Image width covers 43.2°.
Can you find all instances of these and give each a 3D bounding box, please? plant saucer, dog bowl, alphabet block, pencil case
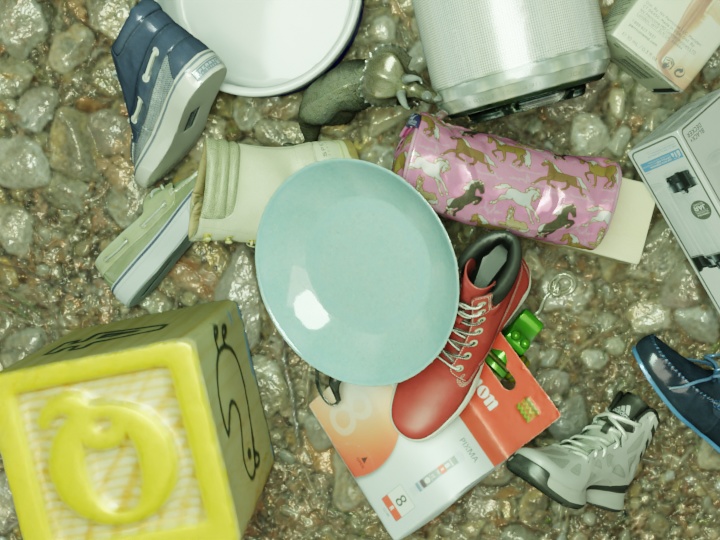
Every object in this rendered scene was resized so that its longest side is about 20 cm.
[{"bbox_3d":[0.000,0.000,0.794,0.199,0.039,0.203,8,108,26],"label":"plant saucer"},{"bbox_3d":[-0.094,-0.265,0.858,0.197,0.079,0.203,1,99,4],"label":"dog bowl"},{"bbox_3d":[-0.206,0.150,0.865,0.194,0.200,0.198,-13,98,5],"label":"alphabet block"},{"bbox_3d":[0.126,-0.078,0.795,0.198,0.083,0.087,15,108,-4],"label":"pencil case"}]

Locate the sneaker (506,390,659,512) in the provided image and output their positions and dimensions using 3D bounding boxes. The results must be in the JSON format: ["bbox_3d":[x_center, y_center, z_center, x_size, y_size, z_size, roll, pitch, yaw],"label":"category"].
[{"bbox_3d":[0.215,0.160,0.866,0.075,0.200,0.116,28,94,40],"label":"sneaker"}]

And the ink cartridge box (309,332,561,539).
[{"bbox_3d":[0.067,0.138,0.879,0.200,0.050,0.163,-43,70,21],"label":"ink cartridge box"}]

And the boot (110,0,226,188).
[{"bbox_3d":[-0.191,-0.160,0.844,0.090,0.073,0.200,45,142,0],"label":"boot"}]

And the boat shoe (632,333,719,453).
[{"bbox_3d":[0.351,0.122,0.892,0.199,0.084,0.069,38,118,-16],"label":"boat shoe"}]

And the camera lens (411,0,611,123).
[{"bbox_3d":[0.126,-0.241,0.806,0.158,0.160,0.202,-14,97,6],"label":"camera lens"}]

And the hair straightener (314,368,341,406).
[{"bbox_3d":[0.008,0.039,0.903,0.041,0.077,0.202,27,85,-22],"label":"hair straightener"}]

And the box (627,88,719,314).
[{"bbox_3d":[0.344,-0.056,0.841,0.116,0.060,0.201,-37,97,-34],"label":"box"}]

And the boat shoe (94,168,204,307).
[{"bbox_3d":[-0.190,-0.052,0.901,0.062,0.072,0.200,43,100,2],"label":"boat shoe"}]

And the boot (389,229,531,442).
[{"bbox_3d":[0.081,0.059,0.806,0.072,0.144,0.201,32,87,17],"label":"boot"}]

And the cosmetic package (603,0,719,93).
[{"bbox_3d":[0.308,-0.267,0.821,0.087,0.103,0.201,35,101,-4],"label":"cosmetic package"}]

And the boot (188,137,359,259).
[{"bbox_3d":[-0.087,-0.027,0.860,0.153,0.072,0.202,-1,114,-22],"label":"boot"}]

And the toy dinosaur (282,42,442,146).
[{"bbox_3d":[-0.010,-0.166,0.844,0.198,0.102,0.078,-10,92,33],"label":"toy dinosaur"}]

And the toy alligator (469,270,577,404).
[{"bbox_3d":[0.145,0.079,0.906,0.059,0.054,0.200,42,99,-4],"label":"toy alligator"}]

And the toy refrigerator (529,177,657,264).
[{"bbox_3d":[0.173,-0.067,0.877,0.198,0.070,0.077,14,92,1],"label":"toy refrigerator"}]
